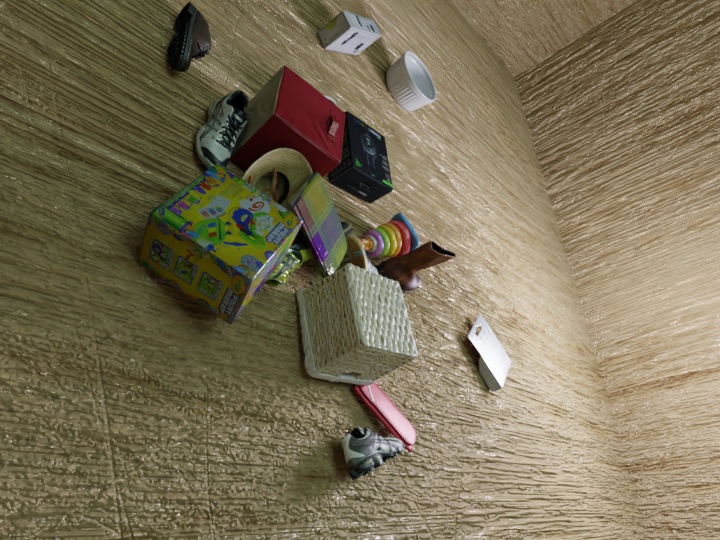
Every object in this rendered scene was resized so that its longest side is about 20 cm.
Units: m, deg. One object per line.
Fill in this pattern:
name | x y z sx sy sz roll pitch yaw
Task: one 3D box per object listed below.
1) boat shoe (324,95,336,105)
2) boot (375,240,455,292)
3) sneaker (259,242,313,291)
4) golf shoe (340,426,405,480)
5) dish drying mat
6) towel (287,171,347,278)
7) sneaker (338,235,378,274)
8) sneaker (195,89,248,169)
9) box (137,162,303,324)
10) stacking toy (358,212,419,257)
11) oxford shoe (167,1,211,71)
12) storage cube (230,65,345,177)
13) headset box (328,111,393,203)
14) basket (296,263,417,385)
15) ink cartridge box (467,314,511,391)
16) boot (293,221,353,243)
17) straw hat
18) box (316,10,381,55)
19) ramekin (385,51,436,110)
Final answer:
boat shoe | -0.134 -0.424 1.441 0.199 0.073 0.061 -4 72 -52
boot | 0.167 -0.016 1.479 0.188 0.199 0.069 28 48 -42
sneaker | -0.169 -0.008 1.133 0.199 0.075 0.077 -20 94 -44
golf shoe | 0.027 0.364 1.155 0.095 0.078 0.200 59 18 19
dish drying mat | 0.059 0.318 1.253 0.200 0.018 0.077 49 26 -9
towel | -0.086 -0.098 1.182 0.201 0.023 0.144 66 31 -30
sneaker | 0.000 0.000 1.349 0.088 0.075 0.202 -57 135 -59
sneaker | -0.279 -0.295 1.131 0.075 0.087 0.202 32 47 -41
box | -0.237 -0.053 0.956 0.192 0.122 0.200 33 38 -1
stacking toy | 0.049 -0.074 1.461 0.199 0.110 0.117 -13 64 -45
oxford shoe | -0.355 -0.486 1.176 0.084 0.072 0.202 35 43 -39
storage cube | -0.158 -0.302 1.222 0.179 0.199 0.172 30 47 -32
headset box | -0.005 -0.303 1.524 0.173 0.092 0.202 22 53 -45
basket | -0.007 0.121 1.174 0.197 0.160 0.202 20 49 -44
ink cartridge box | 0.406 0.264 1.781 0.201 0.047 0.160 55 35 -5
boot | -0.105 -0.119 1.290 0.139 0.077 0.200 59 32 -1
straw hat | -0.201 -0.174 1.165 0.200 0.085 0.203 -26 129 -37
box | -0.034 -0.753 1.754 0.199 0.116 0.061 -26 90 -56
ramekin | 0.181 -0.685 2.017 0.199 0.104 0.202 32 46 -40
